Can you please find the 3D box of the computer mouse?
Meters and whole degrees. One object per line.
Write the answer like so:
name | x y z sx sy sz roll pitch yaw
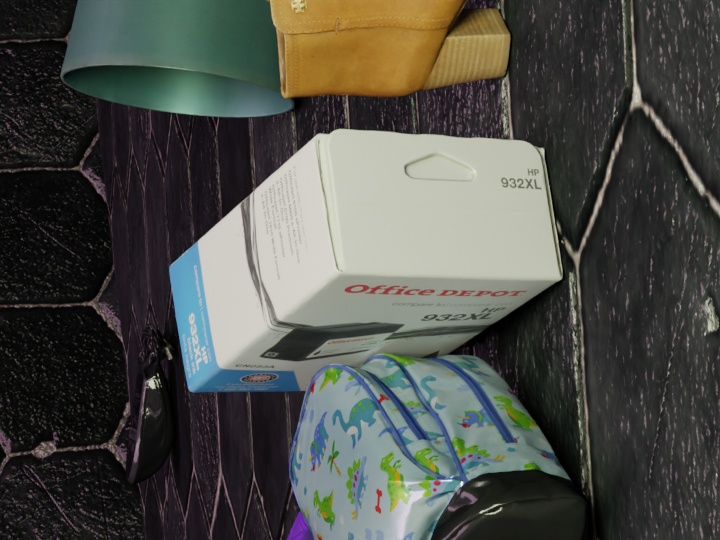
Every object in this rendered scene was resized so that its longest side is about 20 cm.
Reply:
computer mouse | -0.257 0.173 3.303 0.138 0.052 0.201 -156 74 -77

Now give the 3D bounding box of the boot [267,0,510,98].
boot | 0.016 -0.190 1.473 0.071 0.143 0.202 -115 24 -61

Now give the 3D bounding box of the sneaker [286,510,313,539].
sneaker | -0.009 0.171 1.945 0.200 0.069 0.100 134 139 -70

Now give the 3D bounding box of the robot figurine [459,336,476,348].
robot figurine | 0.032 0.042 1.681 0.200 0.058 0.146 -136 47 -74

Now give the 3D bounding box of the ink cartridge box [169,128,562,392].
ink cartridge box | 0.000 0.000 1.472 0.200 0.145 0.084 -38 56 55

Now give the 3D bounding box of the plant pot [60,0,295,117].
plant pot | -0.145 -0.229 2.218 0.201 0.200 0.162 150 128 -78

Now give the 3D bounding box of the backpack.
backpack | 0.042 0.127 1.442 0.200 0.153 0.164 -96 13 -56
